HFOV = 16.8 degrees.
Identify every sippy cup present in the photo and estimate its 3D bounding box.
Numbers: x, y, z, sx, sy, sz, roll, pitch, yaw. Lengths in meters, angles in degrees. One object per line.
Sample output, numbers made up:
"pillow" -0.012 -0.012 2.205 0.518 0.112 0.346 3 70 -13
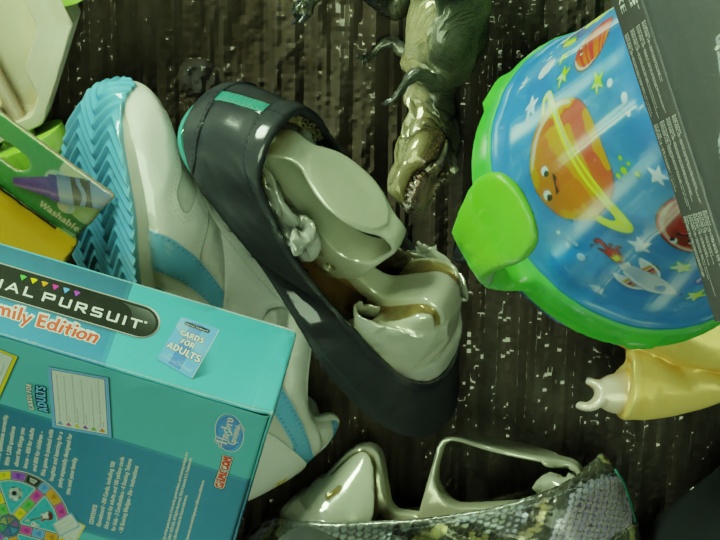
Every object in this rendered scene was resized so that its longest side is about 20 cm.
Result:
"sippy cup" 0.127 -0.054 0.951 0.139 0.179 0.130 29 153 -7

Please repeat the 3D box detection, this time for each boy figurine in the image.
"boy figurine" 0.137 0.014 1.046 0.199 0.064 0.125 29 97 -5

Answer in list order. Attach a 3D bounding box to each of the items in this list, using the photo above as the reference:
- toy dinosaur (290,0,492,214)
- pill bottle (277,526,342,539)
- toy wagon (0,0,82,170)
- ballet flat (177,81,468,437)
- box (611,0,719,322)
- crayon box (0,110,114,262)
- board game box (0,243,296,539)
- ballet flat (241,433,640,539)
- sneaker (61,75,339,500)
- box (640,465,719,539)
"toy dinosaur" 0.024 -0.126 1.011 0.087 0.048 0.201 12 112 -17
"pill bottle" 0.035 0.200 1.034 0.199 0.112 0.112 29 110 -12
"toy wagon" -0.180 -0.110 1.032 0.199 0.040 0.156 -23 108 11
"ballet flat" 0.000 0.000 1.022 0.073 0.073 0.200 -30 121 14
"box" 0.171 -0.100 0.857 0.157 0.050 0.201 -17 89 -5
"crayon box" -0.207 0.000 1.028 0.125 0.052 0.200 36 132 -11
"board game box" -0.138 0.059 0.988 0.199 0.047 0.151 17 136 -2
"ballet flat" 0.025 0.108 1.091 0.199 0.072 0.073 -5 111 10
"sneaker" -0.070 0.005 1.050 0.080 0.076 0.201 -27 117 -21
"box" 0.211 0.178 1.075 0.199 0.079 0.141 34 131 -10
